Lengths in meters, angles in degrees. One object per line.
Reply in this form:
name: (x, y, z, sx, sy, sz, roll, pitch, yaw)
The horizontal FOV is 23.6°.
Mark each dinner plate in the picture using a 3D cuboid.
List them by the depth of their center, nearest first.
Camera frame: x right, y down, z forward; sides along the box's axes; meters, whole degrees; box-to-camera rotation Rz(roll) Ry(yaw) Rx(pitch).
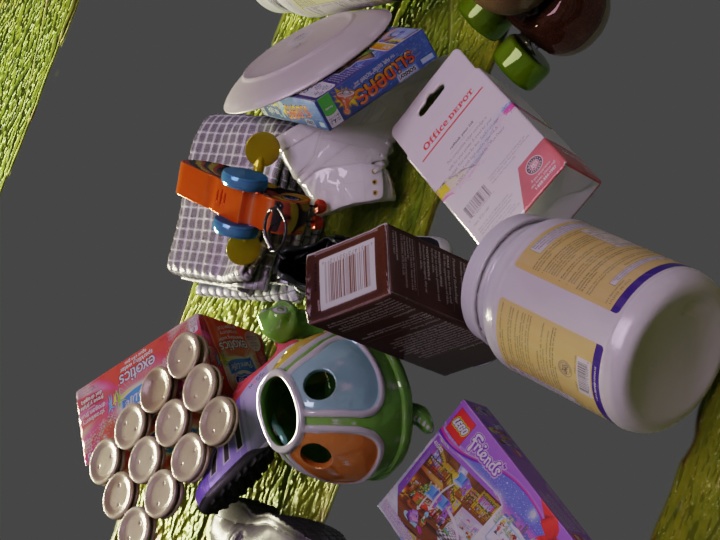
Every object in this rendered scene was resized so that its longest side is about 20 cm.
dinner plate: (-0.059, -0.224, 1.774, 0.199, 0.024, 0.200, -27, 19, 10)

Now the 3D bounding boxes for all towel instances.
towel: (-0.122, -0.070, 1.850, 0.165, 0.085, 0.201, 6, 79, 45)

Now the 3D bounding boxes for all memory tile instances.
memory tile: (-0.199, 0.173, 1.732, 0.200, 0.017, 0.153, -53, 43, 18)

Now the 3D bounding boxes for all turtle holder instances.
turtle holder: (-0.027, 0.110, 1.630, 0.141, 0.131, 0.187, -19, 75, 53)

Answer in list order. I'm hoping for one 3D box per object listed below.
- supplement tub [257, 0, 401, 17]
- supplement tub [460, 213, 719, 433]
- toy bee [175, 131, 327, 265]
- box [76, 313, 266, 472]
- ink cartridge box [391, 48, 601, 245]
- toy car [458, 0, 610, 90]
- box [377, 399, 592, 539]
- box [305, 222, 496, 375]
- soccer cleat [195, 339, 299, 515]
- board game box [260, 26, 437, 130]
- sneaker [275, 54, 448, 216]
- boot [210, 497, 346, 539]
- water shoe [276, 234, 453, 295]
supplement tub: (-0.019, -0.346, 1.816, 0.199, 0.145, 0.146, -3, 72, 42)
supplement tub: (0.196, 0.039, 1.470, 0.200, 0.145, 0.146, 28, 94, 45)
toy bee: (-0.095, -0.057, 1.725, 0.200, 0.108, 0.131, 55, 129, 37)
box: (-0.199, 0.139, 1.832, 0.200, 0.099, 0.096, -32, 55, 30)
ink cartridge box: (0.125, -0.109, 1.647, 0.117, 0.067, 0.200, -50, 49, 16)
toy car: (0.137, -0.293, 1.612, 0.164, 0.200, 0.158, -46, 49, 20)
box: (0.113, 0.233, 1.549, 0.137, 0.039, 0.200, -52, 47, 16)
box: (0.052, 0.030, 1.569, 0.100, 0.200, 0.075, -21, 59, 35)
soccer cleat: (-0.110, 0.154, 1.720, 0.073, 0.068, 0.200, 34, 73, 14)
board game box: (-0.021, -0.200, 1.747, 0.135, 0.035, 0.200, -35, 20, -12)
sneaker: (0.023, -0.131, 1.757, 0.199, 0.074, 0.116, -28, 91, 5)
boot: (-0.092, 0.304, 1.703, 0.200, 0.070, 0.132, 8, 83, 55)
water shoe: (0.000, 0.000, 1.713, 0.199, 0.079, 0.072, -10, 68, 40)
